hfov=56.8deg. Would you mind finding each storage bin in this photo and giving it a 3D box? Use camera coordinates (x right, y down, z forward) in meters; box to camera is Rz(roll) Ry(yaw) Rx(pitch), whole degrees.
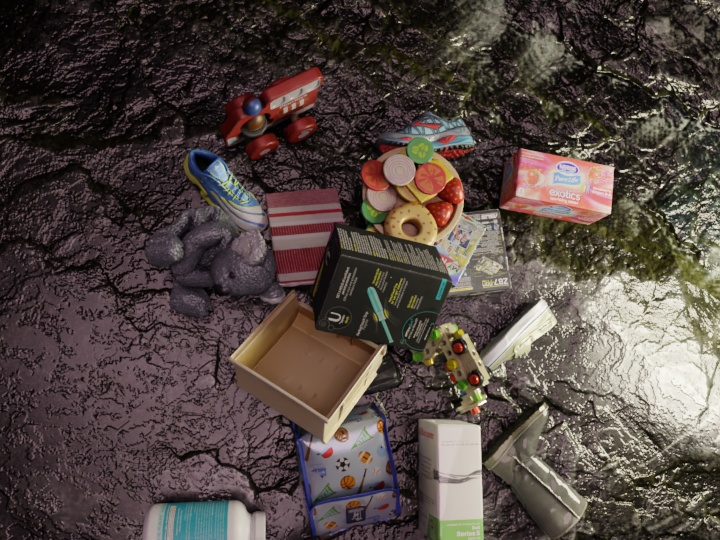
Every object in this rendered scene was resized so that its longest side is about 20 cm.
[{"bbox_3d":[-0.085,0.159,1.157,0.199,0.094,0.199,28,53,17],"label":"storage bin"}]

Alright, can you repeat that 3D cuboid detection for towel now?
[{"bbox_3d":[-0.097,-0.064,1.250,0.143,0.023,0.201,-6,63,-11],"label":"towel"}]

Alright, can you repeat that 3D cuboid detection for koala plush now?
[{"bbox_3d":[-0.227,-0.017,1.156,0.199,0.178,0.184,14,49,27],"label":"koala plush"}]

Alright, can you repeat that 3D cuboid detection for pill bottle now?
[{"bbox_3d":[-0.262,0.451,1.133,0.199,0.111,0.111,0,81,-7],"label":"pill bottle"}]

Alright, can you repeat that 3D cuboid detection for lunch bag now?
[{"bbox_3d":[-0.023,0.360,1.180,0.169,0.124,0.201,-9,96,-9],"label":"lunch bag"}]

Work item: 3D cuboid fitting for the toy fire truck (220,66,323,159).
[{"bbox_3d":[-0.167,-0.300,1.235,0.199,0.168,0.112,-27,85,-11],"label":"toy fire truck"}]

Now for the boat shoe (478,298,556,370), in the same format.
[{"bbox_3d":[0.303,0.136,1.284,0.200,0.072,0.062,-41,86,-15],"label":"boat shoe"}]

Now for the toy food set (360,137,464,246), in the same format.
[{"bbox_3d":[0.095,-0.141,1.237,0.200,0.049,0.198,-40,85,-11],"label":"toy food set"}]

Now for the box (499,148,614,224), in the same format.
[{"bbox_3d":[0.391,-0.166,1.332,0.199,0.095,0.103,11,79,-6],"label":"box"}]

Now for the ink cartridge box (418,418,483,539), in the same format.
[{"bbox_3d":[0.157,0.371,1.188,0.084,0.146,0.201,2,81,-8],"label":"ink cartridge box"}]

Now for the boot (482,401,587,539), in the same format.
[{"bbox_3d":[0.351,0.375,1.254,0.200,0.073,0.182,42,92,7],"label":"boot"}]

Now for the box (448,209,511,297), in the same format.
[{"bbox_3d":[0.185,-0.030,1.305,0.199,0.049,0.162,-7,80,-9],"label":"box"}]

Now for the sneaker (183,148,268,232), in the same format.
[{"bbox_3d":[-0.253,-0.148,1.231,0.200,0.105,0.076,41,78,0],"label":"sneaker"}]

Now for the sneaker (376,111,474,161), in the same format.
[{"bbox_3d":[0.123,-0.268,1.330,0.199,0.079,0.096,-2,68,-15],"label":"sneaker"}]

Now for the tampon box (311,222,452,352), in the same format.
[{"bbox_3d":[0.031,0.028,1.148,0.199,0.126,0.150,13,116,-15],"label":"tampon box"}]

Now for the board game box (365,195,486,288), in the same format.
[{"bbox_3d":[0.122,-0.074,1.266,0.199,0.029,0.135,29,77,0],"label":"board game box"}]

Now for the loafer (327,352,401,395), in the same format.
[{"bbox_3d":[-0.023,0.206,1.231,0.200,0.068,0.071,-15,76,-15],"label":"loafer"}]

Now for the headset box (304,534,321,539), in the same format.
[{"bbox_3d":[-0.116,0.534,1.122,0.200,0.149,0.077,-33,88,-11],"label":"headset box"}]

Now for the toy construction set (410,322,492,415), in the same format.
[{"bbox_3d":[0.171,0.181,1.236,0.200,0.131,0.092,55,37,2],"label":"toy construction set"}]
